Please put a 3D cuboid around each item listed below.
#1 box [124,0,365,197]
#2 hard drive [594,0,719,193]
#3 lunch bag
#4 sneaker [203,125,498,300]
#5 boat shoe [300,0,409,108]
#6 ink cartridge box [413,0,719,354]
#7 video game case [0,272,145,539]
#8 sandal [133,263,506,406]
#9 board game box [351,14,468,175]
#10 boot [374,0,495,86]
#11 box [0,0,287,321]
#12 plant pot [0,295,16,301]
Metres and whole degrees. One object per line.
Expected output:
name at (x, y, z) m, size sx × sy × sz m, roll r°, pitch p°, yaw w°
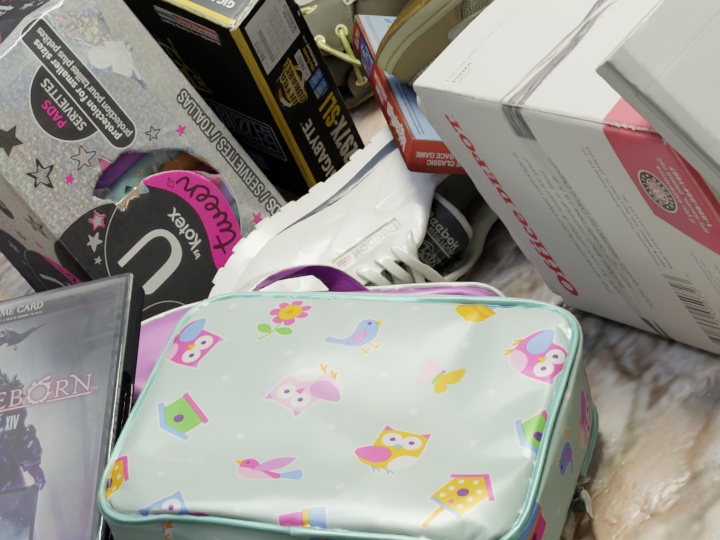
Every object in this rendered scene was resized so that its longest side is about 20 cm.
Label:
box at (-0.104, -0.129, 1.587) m, size 0.200 × 0.160 × 0.049 m, roll 26°, pitch 70°, yaw 32°
hard drive at (0.206, -0.054, 1.135) m, size 0.132 × 0.200 × 0.026 m, roll -46°, pitch 1°, yaw -16°
lunch bag at (0.003, 0.078, 1.243) m, size 0.199 × 0.077 × 0.161 m, roll 3°, pitch 42°, yaw 19°
sneaker at (0.000, 0.000, 1.439) m, size 0.200 × 0.076 × 0.080 m, roll -48°, pitch 38°, yaw -15°
boat shoe at (-0.010, -0.125, 1.642) m, size 0.201 × 0.072 × 0.060 m, roll -21°, pitch 33°, yaw 42°
ink cartridge box at (0.132, -0.043, 1.254) m, size 0.083 × 0.147 × 0.200 m, roll -45°, pitch 28°, yaw -15°
video game case at (-0.169, 0.097, 1.284) m, size 0.142 × 0.019 × 0.200 m, roll -12°, pitch 51°, yaw 19°
sandal at (-0.029, 0.024, 1.368) m, size 0.202 × 0.050 × 0.083 m, roll -9°, pitch 38°, yaw -1°
board game box at (0.059, -0.089, 1.474) m, size 0.103 × 0.020 × 0.200 m, roll 2°, pitch 22°, yaw -9°
boot at (0.108, -0.106, 1.384) m, size 0.200 × 0.155 × 0.072 m, roll -37°, pitch 15°, yaw 50°
box at (-0.145, -0.056, 1.553) m, size 0.115 × 0.200 × 0.132 m, roll -47°, pitch 28°, yaw -15°
plant pot at (-0.268, 0.079, 1.423) m, size 0.187 × 0.200 × 0.188 m, roll -32°, pitch 49°, yaw 46°
